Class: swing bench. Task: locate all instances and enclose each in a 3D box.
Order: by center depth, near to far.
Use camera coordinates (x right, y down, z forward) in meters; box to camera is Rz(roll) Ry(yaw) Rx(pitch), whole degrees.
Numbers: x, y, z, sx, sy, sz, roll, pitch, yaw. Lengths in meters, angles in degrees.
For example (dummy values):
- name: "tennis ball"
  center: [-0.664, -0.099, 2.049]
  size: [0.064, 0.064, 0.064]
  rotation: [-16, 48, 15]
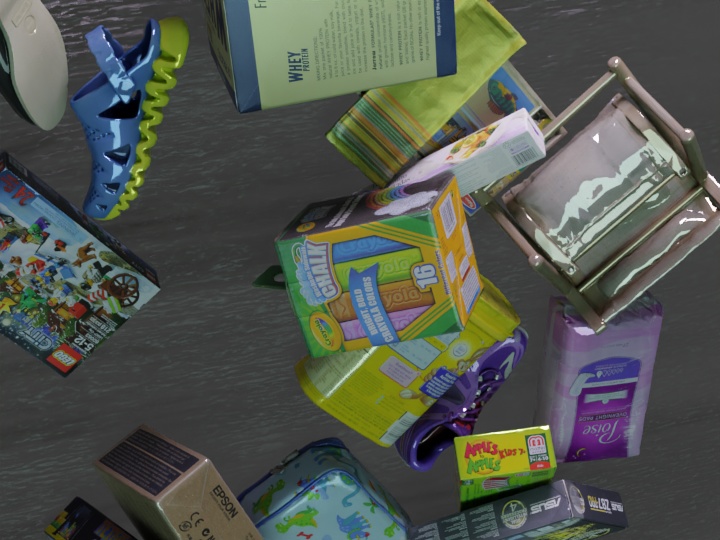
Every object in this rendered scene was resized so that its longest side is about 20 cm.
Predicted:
- name: "swing bench"
  center: [0.251, -0.069, 1.422]
  size: [0.199, 0.130, 0.200]
  rotation: [-41, 144, 8]

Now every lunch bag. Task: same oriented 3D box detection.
- name: "lunch bag"
  center: [-0.039, 0.293, 1.579]
  size: [0.161, 0.082, 0.200]
  rotation: [-38, 123, 6]

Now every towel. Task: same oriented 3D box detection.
- name: "towel"
  center: [0.062, -0.172, 1.342]
  size: [0.200, 0.018, 0.086]
  rotation: [-45, 123, 11]

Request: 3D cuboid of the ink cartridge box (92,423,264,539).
- name: "ink cartridge box"
  center: [-0.170, 0.268, 1.452]
  size: [0.075, 0.165, 0.200]
  rotation: [-40, 117, -21]

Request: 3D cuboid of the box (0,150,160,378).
- name: "box"
  center: [-0.310, -0.001, 1.345]
  size: [0.137, 0.038, 0.200]
  rotation: [-43, 123, 10]

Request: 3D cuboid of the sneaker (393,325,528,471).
- name: "sneaker"
  center: [0.117, 0.142, 1.538]
  size: [0.081, 0.083, 0.200]
  rotation: [30, 107, -30]

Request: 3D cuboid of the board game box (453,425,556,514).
- name: "board game box"
  center: [0.155, 0.225, 1.548]
  size: [0.101, 0.048, 0.200]
  rotation: [-7, 157, 1]

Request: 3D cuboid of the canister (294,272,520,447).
- name: "canister"
  center: [0.046, 0.076, 1.475]
  size: [0.148, 0.087, 0.200]
  rotation: [36, 106, -30]

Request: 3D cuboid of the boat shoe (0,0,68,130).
- name: "boat shoe"
  center: [-0.309, -0.207, 1.212]
  size: [0.063, 0.074, 0.202]
  rotation: [7, 139, 23]

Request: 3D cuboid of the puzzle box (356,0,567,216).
- name: "puzzle box"
  center: [0.098, -0.159, 1.387]
  size: [0.133, 0.025, 0.200]
  rotation: [-41, 123, 9]

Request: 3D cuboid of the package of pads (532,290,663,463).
- name: "package of pads"
  center: [0.261, 0.118, 1.574]
  size: [0.120, 0.076, 0.200]
  rotation: [-4, 121, -12]

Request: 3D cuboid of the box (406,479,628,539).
- name: "box"
  center: [0.177, 0.288, 1.574]
  size: [0.200, 0.049, 0.161]
  rotation: [-23, 154, 25]

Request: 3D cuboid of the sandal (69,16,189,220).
- name: "sandal"
  center: [-0.222, -0.142, 1.272]
  size: [0.087, 0.080, 0.200]
  rotation: [13, 107, -20]

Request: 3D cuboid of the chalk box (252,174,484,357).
- name: "chalk box"
  center: [0.000, 0.000, 1.339]
  size: [0.200, 0.125, 0.124]
  rotation: [-11, 106, 19]

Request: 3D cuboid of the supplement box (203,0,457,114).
- name: "supplement box"
  center: [-0.034, -0.266, 1.216]
  size: [0.199, 0.134, 0.200]
  rotation: [-12, 123, -11]

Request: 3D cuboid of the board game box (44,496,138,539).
- name: "board game box"
  center: [-0.224, 0.336, 1.477]
  size: [0.057, 0.200, 0.165]
  rotation: [-48, 127, -18]

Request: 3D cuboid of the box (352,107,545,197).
- name: "box"
  center: [0.084, -0.093, 1.377]
  size: [0.200, 0.039, 0.041]
  rotation: [-26, 125, 22]
